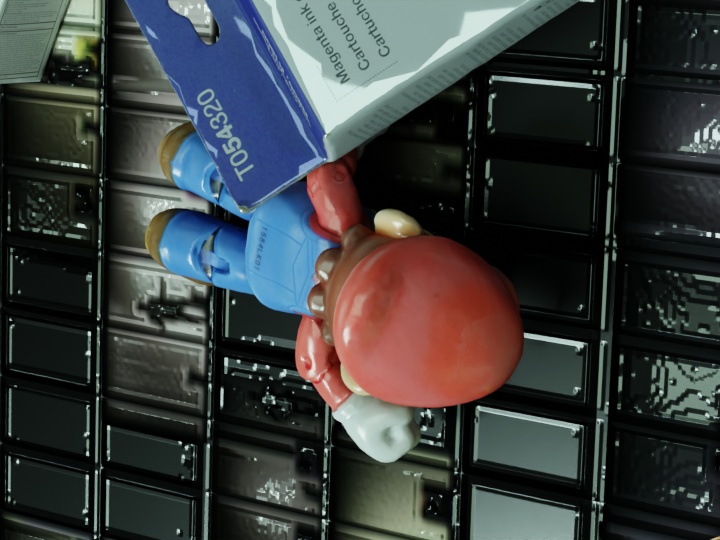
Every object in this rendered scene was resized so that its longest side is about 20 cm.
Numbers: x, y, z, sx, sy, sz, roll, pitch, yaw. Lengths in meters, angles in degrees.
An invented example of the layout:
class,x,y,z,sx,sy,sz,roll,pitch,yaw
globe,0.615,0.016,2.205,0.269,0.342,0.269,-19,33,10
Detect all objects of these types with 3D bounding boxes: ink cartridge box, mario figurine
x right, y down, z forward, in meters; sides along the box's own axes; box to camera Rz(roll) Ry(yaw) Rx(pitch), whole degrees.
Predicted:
class,x,y,z,sx,sy,sz,roll,pitch,yaw
ink cartridge box,-0.018,-0.157,0.956,0.200,0.043,0.196,-33,76,11
mario figurine,0.000,0.000,1.002,0.200,0.106,0.124,30,151,41

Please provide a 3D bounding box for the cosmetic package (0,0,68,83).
class,x,y,z,sx,sy,sz,roll,pitch,yaw
cosmetic package,-0.226,-0.177,1.149,0.200,0.051,0.083,37,116,28

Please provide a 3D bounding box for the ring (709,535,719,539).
class,x,y,z,sx,sy,sz,roll,pitch,yaw
ring,0.170,0.196,0.892,0.200,0.019,0.201,-4,83,30
